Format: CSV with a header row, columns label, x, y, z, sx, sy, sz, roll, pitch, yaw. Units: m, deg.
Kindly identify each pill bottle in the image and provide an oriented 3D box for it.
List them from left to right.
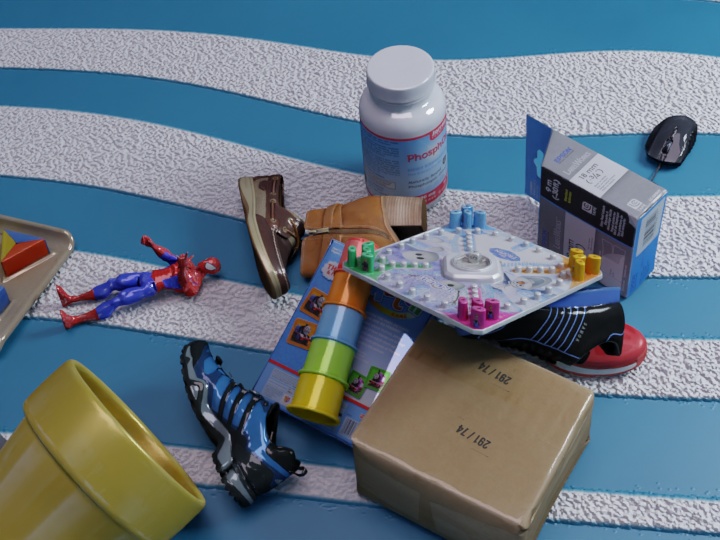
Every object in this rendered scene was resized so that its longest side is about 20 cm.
label,x,y,z,sx,sy,sz,roll,pitch,yaw
pill bottle,0.054,-0.174,1.356,0.108,0.201,0.109,-3,50,3

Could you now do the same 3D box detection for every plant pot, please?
label,x,y,z,sx,sy,sz,roll,pitch,yaw
plant pot,-0.286,0.223,1.067,0.189,0.201,0.201,-44,58,-10

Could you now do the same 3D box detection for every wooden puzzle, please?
label,x,y,z,sx,sy,sz,roll,pitch,yaw
wooden puzzle,-0.483,0.003,1.355,0.184,0.046,0.201,13,52,15

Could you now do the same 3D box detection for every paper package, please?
label,x,y,z,sx,sy,sz,roll,pitch,yaw
paper package,0.117,0.175,1.118,0.199,0.104,0.191,22,53,23

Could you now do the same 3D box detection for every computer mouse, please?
label,x,y,z,sx,sy,sz,roll,pitch,yaw
computer mouse,0.384,-0.139,1.406,0.058,0.034,0.200,22,55,21

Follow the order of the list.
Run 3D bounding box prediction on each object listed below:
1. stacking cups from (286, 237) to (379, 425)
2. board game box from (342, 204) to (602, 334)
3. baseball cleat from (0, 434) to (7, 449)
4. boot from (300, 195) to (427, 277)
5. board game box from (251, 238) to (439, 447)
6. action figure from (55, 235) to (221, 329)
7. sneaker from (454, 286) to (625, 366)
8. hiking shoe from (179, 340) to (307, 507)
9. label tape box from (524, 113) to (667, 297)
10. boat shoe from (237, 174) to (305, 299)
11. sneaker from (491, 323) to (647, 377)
label,x,y,z,sx,sy,sz,roll,pitch,yaw
stacking cups,-0.027,0.062,1.169,0.060,0.061,0.201,9,70,13
board game box,0.117,-0.009,1.136,0.199,0.026,0.199,-20,33,-38
baseball cleat,-0.446,0.161,1.179,0.199,0.107,0.070,33,55,26
boot,0.000,0.000,1.308,0.154,0.074,0.201,-4,54,14
board game box,-0.011,0.082,1.206,0.151,0.037,0.201,23,79,23
action figure,-0.268,0.002,1.307,0.199,0.099,0.065,-14,51,-10
sneaker,0.191,0.064,1.133,0.199,0.070,0.079,-6,90,-19
hiking shoe,-0.130,0.155,1.176,0.086,0.075,0.201,-25,62,-6
label tape box,0.256,-0.076,1.292,0.200,0.145,0.063,34,62,30
boat shoe,-0.103,-0.050,1.353,0.071,0.072,0.201,-13,44,-5
sneaker,0.222,0.047,1.208,0.199,0.116,0.079,10,51,14
